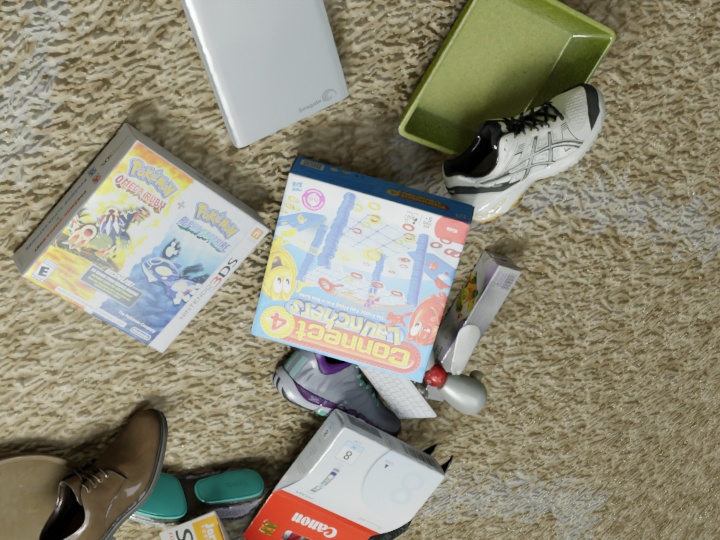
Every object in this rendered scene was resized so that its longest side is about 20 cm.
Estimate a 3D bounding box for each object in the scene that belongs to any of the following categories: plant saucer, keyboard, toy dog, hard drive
[{"bbox_3d":[-0.391,0.279,1.539,0.200,0.029,0.200,-15,128,-20],"label":"plant saucer"},{"bbox_3d":[0.021,0.108,1.595,0.200,0.056,0.011,54,51,-33],"label":"keyboard"},{"bbox_3d":[0.151,-0.214,1.491,0.200,0.048,0.200,17,112,-38],"label":"plant saucer"},{"bbox_3d":[0.074,0.075,1.609,0.200,0.132,0.096,55,51,-34],"label":"toy dog"},{"bbox_3d":[-0.094,-0.230,1.350,0.132,0.027,0.200,-27,132,-11],"label":"hard drive"}]

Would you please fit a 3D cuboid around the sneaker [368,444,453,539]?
[{"bbox_3d":[0.035,0.299,1.772,0.060,0.104,0.200,38,138,-13],"label":"sneaker"}]

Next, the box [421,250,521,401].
[{"bbox_3d":[0.127,0.069,1.685,0.041,0.039,0.200,14,114,-35],"label":"box"}]

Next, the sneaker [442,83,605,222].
[{"bbox_3d":[0.176,-0.138,1.476,0.200,0.076,0.088,-42,133,1],"label":"sneaker"}]

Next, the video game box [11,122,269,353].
[{"bbox_3d":[-0.221,-0.028,1.409,0.182,0.047,0.200,-50,132,7],"label":"video game box"}]

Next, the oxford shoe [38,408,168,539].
[{"bbox_3d":[-0.281,0.235,1.510,0.200,0.073,0.084,-60,139,-14],"label":"oxford shoe"}]

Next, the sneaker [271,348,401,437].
[{"bbox_3d":[-0.008,0.140,1.636,0.200,0.074,0.088,28,101,-40],"label":"sneaker"}]

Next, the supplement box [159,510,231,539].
[{"bbox_3d":[-0.170,0.384,1.634,0.073,0.126,0.200,-21,151,-5],"label":"supplement box"}]

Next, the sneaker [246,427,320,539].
[{"bbox_3d":[-0.052,0.295,1.721,0.112,0.071,0.200,27,104,-37],"label":"sneaker"}]

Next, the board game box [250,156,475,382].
[{"bbox_3d":[0.000,0.000,1.475,0.200,0.056,0.196,15,114,1],"label":"board game box"}]

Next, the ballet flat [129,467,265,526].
[{"bbox_3d":[-0.210,0.276,1.621,0.200,0.072,0.072,1,121,-30],"label":"ballet flat"}]

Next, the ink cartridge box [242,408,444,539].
[{"bbox_3d":[-0.020,0.279,1.637,0.160,0.047,0.200,29,103,-30],"label":"ink cartridge box"}]
